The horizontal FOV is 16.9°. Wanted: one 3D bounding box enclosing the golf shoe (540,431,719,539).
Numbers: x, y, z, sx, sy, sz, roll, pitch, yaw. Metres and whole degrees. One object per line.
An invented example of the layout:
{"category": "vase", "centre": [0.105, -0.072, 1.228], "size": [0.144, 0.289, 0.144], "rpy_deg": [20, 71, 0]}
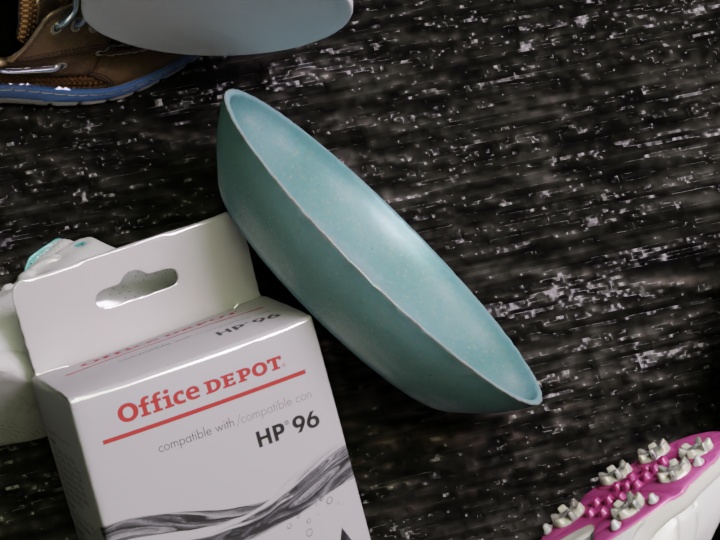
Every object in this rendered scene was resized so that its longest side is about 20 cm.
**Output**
{"category": "golf shoe", "centre": [0.118, 0.157, 1.127], "size": [0.200, 0.075, 0.092], "rpy_deg": [-41, 105, -22]}

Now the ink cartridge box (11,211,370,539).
{"category": "ink cartridge box", "centre": [-0.068, 0.087, 1.058], "size": [0.116, 0.068, 0.201], "rpy_deg": [-19, 103, -18]}

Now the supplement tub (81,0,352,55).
{"category": "supplement tub", "centre": [-0.066, -0.211, 1.100], "size": [0.144, 0.145, 0.201], "rpy_deg": [2, 76, -12]}

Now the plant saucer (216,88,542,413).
{"category": "plant saucer", "centre": [0.000, 0.000, 1.096], "size": [0.200, 0.200, 0.036], "rpy_deg": [46, 100, 5]}

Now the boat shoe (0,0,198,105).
{"category": "boat shoe", "centre": [-0.154, -0.118, 1.147], "size": [0.199, 0.072, 0.072], "rpy_deg": [-15, 76, -17]}

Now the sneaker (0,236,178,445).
{"category": "sneaker", "centre": [-0.147, 0.025, 1.112], "size": [0.199, 0.075, 0.089], "rpy_deg": [-6, 61, -20]}
